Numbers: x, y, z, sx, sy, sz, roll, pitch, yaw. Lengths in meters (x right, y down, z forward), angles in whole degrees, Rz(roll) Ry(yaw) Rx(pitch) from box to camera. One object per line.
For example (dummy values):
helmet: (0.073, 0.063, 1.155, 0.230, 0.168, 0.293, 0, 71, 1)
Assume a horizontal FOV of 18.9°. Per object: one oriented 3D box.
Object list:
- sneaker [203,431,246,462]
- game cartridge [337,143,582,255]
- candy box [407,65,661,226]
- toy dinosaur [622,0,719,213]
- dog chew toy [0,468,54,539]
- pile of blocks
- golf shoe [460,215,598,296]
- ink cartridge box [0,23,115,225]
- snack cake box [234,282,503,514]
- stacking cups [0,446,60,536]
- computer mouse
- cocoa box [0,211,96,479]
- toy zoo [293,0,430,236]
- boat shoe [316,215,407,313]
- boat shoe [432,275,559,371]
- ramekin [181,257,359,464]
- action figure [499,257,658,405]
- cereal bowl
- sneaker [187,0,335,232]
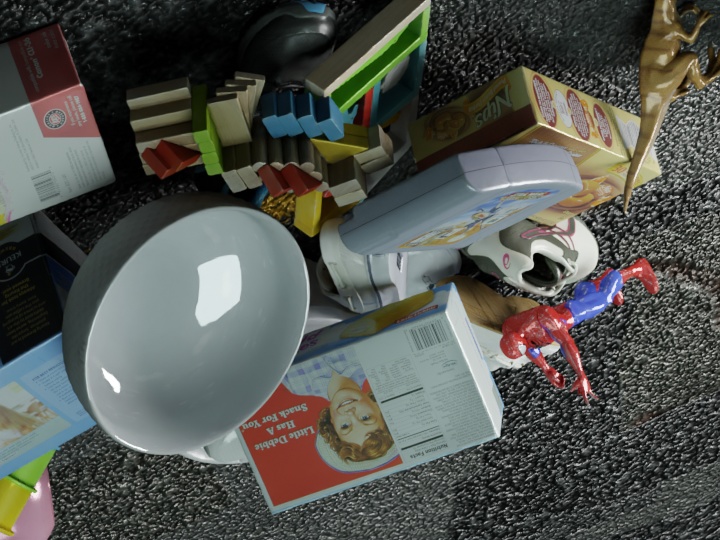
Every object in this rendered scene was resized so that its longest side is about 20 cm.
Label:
sneaker: (-0.034, 0.121, 1.786, 0.199, 0.081, 0.071, -20, 147, -3)
game cartridge: (0.085, -0.054, 1.627, 0.133, 0.042, 0.200, -22, 172, 30)
candy box: (0.143, -0.097, 1.742, 0.115, 0.056, 0.199, -26, 155, 30)
toy dinosaur: (0.242, -0.152, 1.742, 0.106, 0.060, 0.201, -5, 108, -43)
dog chew toy: (-0.363, 0.199, 1.835, 0.198, 0.125, 0.125, -8, 144, -7)
pile of blocks: (-0.069, -0.088, 1.534, 0.199, 0.062, 0.082, 5, 139, -12)
golf shoe: (0.154, -0.007, 1.868, 0.199, 0.088, 0.077, 12, 121, -52)
ink cartridge box: (-0.287, -0.085, 1.536, 0.199, 0.068, 0.117, -21, 145, -7)
snack cake box: (0.001, 0.102, 1.708, 0.199, 0.067, 0.116, -19, 106, 14)
stacking cups: (-0.259, 0.114, 1.755, 0.060, 0.060, 0.201, 34, 84, -51)
computer mouse: (0.053, 0.003, 1.875, 0.109, 0.044, 0.200, -27, 146, 6)
cocoa box: (-0.293, 0.070, 1.683, 0.199, 0.132, 0.133, -30, 145, 9)
toy zoo: (0.000, -0.110, 1.655, 0.131, 0.020, 0.201, -43, 156, -32)
boat shoe: (0.000, 0.000, 1.742, 0.069, 0.071, 0.200, 4, 167, 7)
boat shoe: (0.109, 0.058, 1.897, 0.069, 0.071, 0.200, -42, 150, 19)
ramekin: (-0.089, 0.069, 1.836, 0.201, 0.095, 0.203, -16, 145, -12)
action figure: (0.190, 0.061, 1.854, 0.065, 0.100, 0.199, -23, 177, 43)
cereal bowl: (-0.140, 0.030, 1.602, 0.199, 0.083, 0.201, -20, 125, -32)
sneaker: (-0.064, -0.113, 1.615, 0.073, 0.082, 0.200, 3, 136, -29)
